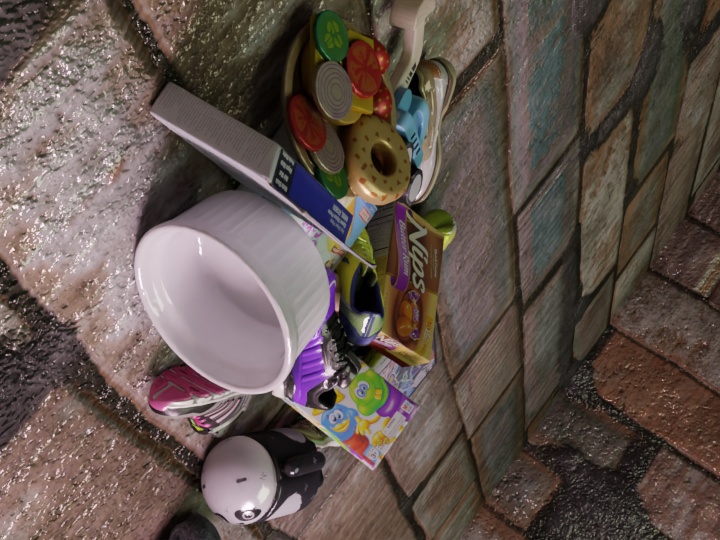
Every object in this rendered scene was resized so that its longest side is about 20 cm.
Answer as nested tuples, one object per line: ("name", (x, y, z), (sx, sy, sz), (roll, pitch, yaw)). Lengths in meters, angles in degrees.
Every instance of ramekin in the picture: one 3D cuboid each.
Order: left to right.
("ramekin", (-0.126, 0.017, 0.997), (0.098, 0.199, 0.202), (-45, 155, -42))

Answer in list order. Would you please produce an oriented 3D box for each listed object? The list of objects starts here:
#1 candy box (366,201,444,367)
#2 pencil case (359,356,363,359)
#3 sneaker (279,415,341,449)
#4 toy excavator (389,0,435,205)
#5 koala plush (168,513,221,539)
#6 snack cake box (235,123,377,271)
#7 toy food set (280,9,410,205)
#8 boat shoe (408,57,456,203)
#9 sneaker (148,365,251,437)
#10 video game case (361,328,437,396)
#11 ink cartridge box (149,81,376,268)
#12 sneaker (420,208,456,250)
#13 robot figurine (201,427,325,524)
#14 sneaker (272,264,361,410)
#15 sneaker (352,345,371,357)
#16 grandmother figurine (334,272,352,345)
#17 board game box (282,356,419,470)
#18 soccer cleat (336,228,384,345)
("candy box", (0.054, 0.017, 1.347), (0.116, 0.056, 0.203), (34, 56, -39))
("pencil case", (0.022, 0.129, 1.540), (0.200, 0.088, 0.089), (-44, 153, -35))
("sneaker", (-0.072, 0.236, 1.546), (0.199, 0.076, 0.090), (16, 74, -64))
("toy excavator", (0.042, -0.212, 1.189), (0.202, 0.099, 0.195), (-65, 159, -17))
("koala plush", (-0.264, 0.462, 1.348), (0.199, 0.184, 0.178), (-32, 143, -5))
("snack cake box", (-0.062, -0.079, 1.155), (0.116, 0.067, 0.200), (-56, 156, -6))
("toy food set", (-0.015, -0.174, 1.047), (0.197, 0.048, 0.203), (7, 82, -51))
("boat shoe", (0.068, -0.181, 1.288), (0.068, 0.074, 0.203), (-22, 129, -47))
("sneaker", (-0.192, 0.165, 1.187), (0.199, 0.073, 0.089), (-6, 119, -67))
("video game case", (0.057, 0.152, 1.509), (0.181, 0.025, 0.201), (-48, 152, -25))
("ink cartridge box", (-0.081, -0.089, 0.943), (0.041, 0.199, 0.199), (-55, 157, -1))
("sneaker", (0.067, -0.007, 1.484), (0.199, 0.076, 0.105), (-35, 161, -22))
("robot figurine", (-0.135, 0.292, 1.379), (0.199, 0.124, 0.152), (5, 117, -57))
("sneaker", (-0.040, 0.089, 1.178), (0.070, 0.099, 0.202), (-45, 155, -52))
("sneaker", (-0.011, 0.093, 1.449), (0.200, 0.079, 0.079), (-44, 154, -25))
("grandmother figurine", (-0.001, 0.050, 1.355), (0.199, 0.060, 0.123), (16, 99, -44))
("board game box", (-0.031, 0.168, 1.323), (0.103, 0.199, 0.105), (-52, 172, -11))
("soccer cleat", (0.001, 0.000, 1.244), (0.064, 0.202, 0.084), (8, 141, -19))
